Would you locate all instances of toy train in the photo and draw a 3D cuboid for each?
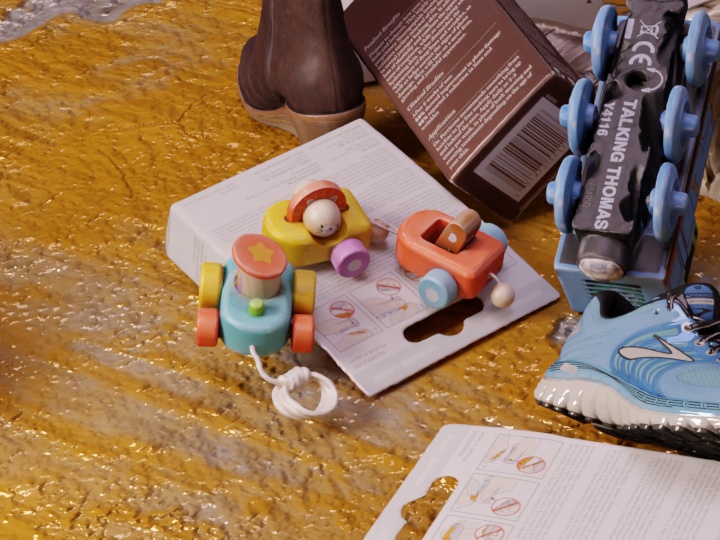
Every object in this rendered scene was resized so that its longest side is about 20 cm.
[{"bbox_3d":[0.167,-0.071,1.350,0.086,0.114,0.201,6,63,19],"label":"toy train"},{"bbox_3d":[-0.005,-0.002,1.327,0.150,0.056,0.200,32,47,25],"label":"toy train"}]

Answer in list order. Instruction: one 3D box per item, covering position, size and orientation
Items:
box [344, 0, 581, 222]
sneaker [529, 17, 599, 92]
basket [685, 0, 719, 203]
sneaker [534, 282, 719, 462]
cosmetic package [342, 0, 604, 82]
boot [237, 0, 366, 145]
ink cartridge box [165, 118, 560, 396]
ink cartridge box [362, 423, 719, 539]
[{"bbox_3d":[0.071,-0.134,1.498,0.100,0.075,0.200,-46,45,14],"label":"box"},{"bbox_3d":[0.139,-0.125,1.544,0.199,0.071,0.076,2,36,18],"label":"sneaker"},{"bbox_3d":[0.303,-0.126,1.458,0.199,0.136,0.123,-23,37,-25],"label":"basket"},{"bbox_3d":[0.171,0.048,1.176,0.078,0.090,0.200,24,-7,-37],"label":"sneaker"},{"bbox_3d":[0.068,-0.209,1.713,0.199,0.052,0.151,-11,29,-10],"label":"cosmetic package"},{"bbox_3d":[-0.043,-0.172,1.556,0.072,0.167,0.200,-13,32,-14],"label":"boot"},{"bbox_3d":[0.000,0.000,1.403,0.160,0.047,0.200,-26,53,-31],"label":"ink cartridge box"},{"bbox_3d":[0.105,0.150,1.126,0.199,0.050,0.162,5,32,26],"label":"ink cartridge box"}]
